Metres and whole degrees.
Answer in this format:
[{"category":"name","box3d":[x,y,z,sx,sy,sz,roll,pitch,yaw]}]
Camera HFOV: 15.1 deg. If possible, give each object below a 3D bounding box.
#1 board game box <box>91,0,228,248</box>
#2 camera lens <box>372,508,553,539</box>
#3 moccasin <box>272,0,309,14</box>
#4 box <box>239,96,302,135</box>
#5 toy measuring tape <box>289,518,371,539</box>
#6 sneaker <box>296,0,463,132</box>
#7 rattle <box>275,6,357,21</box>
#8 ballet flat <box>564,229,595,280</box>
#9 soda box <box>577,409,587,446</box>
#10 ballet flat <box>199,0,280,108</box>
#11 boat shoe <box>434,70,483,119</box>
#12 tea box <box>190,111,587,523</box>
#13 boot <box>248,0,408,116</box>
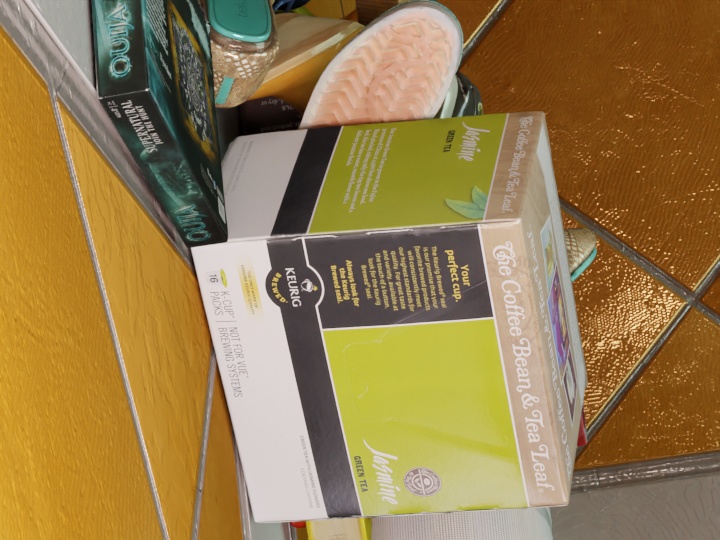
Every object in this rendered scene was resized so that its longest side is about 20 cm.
[{"category":"board game box","box3d":[-0.106,-0.111,1.425,0.200,0.028,0.135,68,15,-67]},{"category":"camera lens","box3d":[0.067,0.228,2.036,0.200,0.160,0.160,-92,172,-45]},{"category":"moccasin","box3d":[-0.045,-0.208,1.812,0.200,0.080,0.068,-100,165,-72]},{"category":"box","box3d":[-0.037,-0.069,1.868,0.100,0.075,0.200,-32,116,-84]},{"category":"toy measuring tape","box3d":[-0.010,0.182,1.795,0.074,0.074,0.200,-72,153,-78]},{"category":"sneaker","box3d":[0.000,-0.096,1.666,0.200,0.071,0.080,-53,-173,31]},{"category":"rattle","box3d":[0.002,-0.107,2.012,0.130,0.143,0.200,109,-29,-69]},{"category":"ballet flat","box3d":[0.067,0.023,1.772,0.065,0.200,0.071,52,-16,-13]},{"category":"soda box","box3d":[0.051,0.090,1.857,0.070,0.200,0.063,76,8,-50]},{"category":"ballet flat","box3d":[-0.083,-0.166,1.660,0.200,0.070,0.065,-86,-166,-55]},{"category":"boat shoe","box3d":[0.025,-0.035,1.738,0.061,0.072,0.201,23,88,-52]},{"category":"tea box","box3d":[0.023,0.029,1.610,0.134,0.197,0.200,-72,156,-56]},{"category":"boot","box3d":[-0.015,-0.101,1.757,0.201,0.071,0.144,-35,126,-41]}]
